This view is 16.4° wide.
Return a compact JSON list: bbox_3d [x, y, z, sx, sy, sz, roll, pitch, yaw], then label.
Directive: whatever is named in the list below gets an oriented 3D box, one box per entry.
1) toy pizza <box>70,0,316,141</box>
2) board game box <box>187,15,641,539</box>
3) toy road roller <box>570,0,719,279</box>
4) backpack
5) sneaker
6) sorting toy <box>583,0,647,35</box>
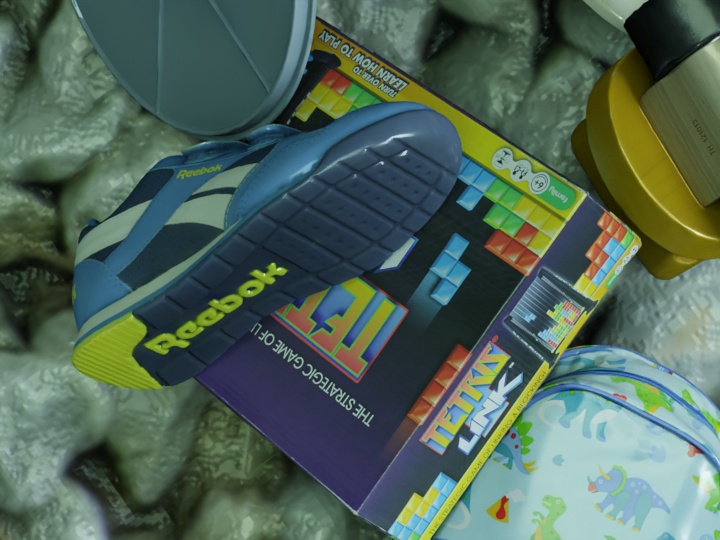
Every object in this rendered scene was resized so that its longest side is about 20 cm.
[{"bbox_3d":[-0.078,-0.157,1.123,0.032,0.200,0.201,-21,83,-36],"label":"toy pizza"},{"bbox_3d":[0.000,0.000,1.101,0.200,0.057,0.166,35,89,42],"label":"board game box"},{"bbox_3d":[0.184,-0.076,1.122,0.199,0.146,0.123,-27,83,-34],"label":"toy road roller"},{"bbox_3d":[0.091,0.132,1.104,0.162,0.154,0.201,30,76,12],"label":"backpack"},{"bbox_3d":[-0.048,-0.027,1.066,0.199,0.074,0.083,-29,51,22],"label":"sneaker"},{"bbox_3d":[0.119,-0.210,1.136,0.200,0.107,0.181,-38,97,-9],"label":"sorting toy"}]
